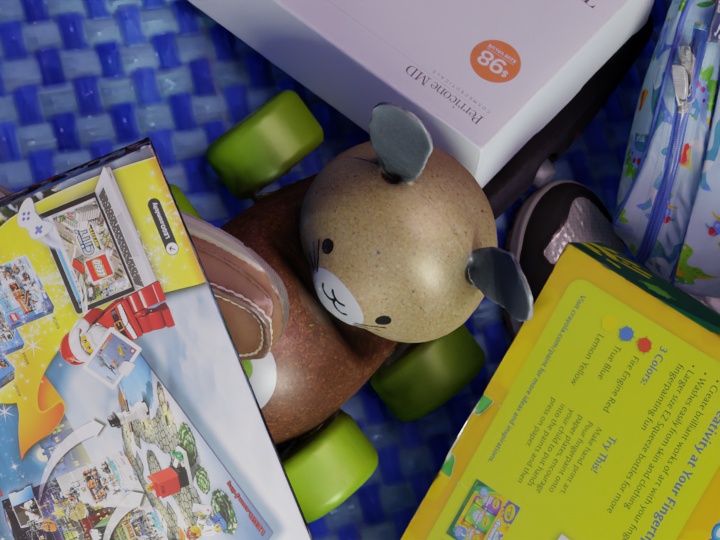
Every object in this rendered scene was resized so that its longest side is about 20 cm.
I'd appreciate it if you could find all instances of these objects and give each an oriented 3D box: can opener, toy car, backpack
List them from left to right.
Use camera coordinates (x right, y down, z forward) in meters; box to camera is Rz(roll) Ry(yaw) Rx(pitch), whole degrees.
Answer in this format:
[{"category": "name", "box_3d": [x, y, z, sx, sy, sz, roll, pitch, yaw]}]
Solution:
[{"category": "toy car", "box_3d": [0.000, 0.000, 1.080, 0.158, 0.200, 0.165, -41, 97, -29]}, {"category": "can opener", "box_3d": [0.090, -0.082, 1.230, 0.064, 0.079, 0.200, 50, 51, 1]}, {"category": "backpack", "box_3d": [0.199, -0.083, 1.196, 0.152, 0.163, 0.202, -1, 96, 5]}]

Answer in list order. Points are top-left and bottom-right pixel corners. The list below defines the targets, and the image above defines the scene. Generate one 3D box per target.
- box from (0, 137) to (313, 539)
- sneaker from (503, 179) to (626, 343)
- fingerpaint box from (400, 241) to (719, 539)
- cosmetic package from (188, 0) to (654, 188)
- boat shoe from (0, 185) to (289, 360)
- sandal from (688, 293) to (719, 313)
[{"category": "box", "box_3d": [-0.110, 0.065, 0.989, 0.136, 0.038, 0.201, -22, 98, -2]}, {"category": "sneaker", "box_3d": [0.122, 0.048, 1.199, 0.075, 0.088, 0.202, 2, 75, -25]}, {"category": "fingerpaint box", "box_3d": [0.122, 0.114, 1.098, 0.166, 0.073, 0.201, 32, 101, 16]}, {"category": "cosmetic package", "box_3d": [0.022, -0.145, 1.167, 0.199, 0.052, 0.151, 36, 62, 15]}, {"category": "boat shoe", "box_3d": [-0.129, 0.013, 1.040, 0.198, 0.076, 0.072, 10, 46, 14]}, {"category": "sandal", "box_3d": [0.213, -0.050, 1.293, 0.079, 0.059, 0.208, 27, 87, -2]}]
